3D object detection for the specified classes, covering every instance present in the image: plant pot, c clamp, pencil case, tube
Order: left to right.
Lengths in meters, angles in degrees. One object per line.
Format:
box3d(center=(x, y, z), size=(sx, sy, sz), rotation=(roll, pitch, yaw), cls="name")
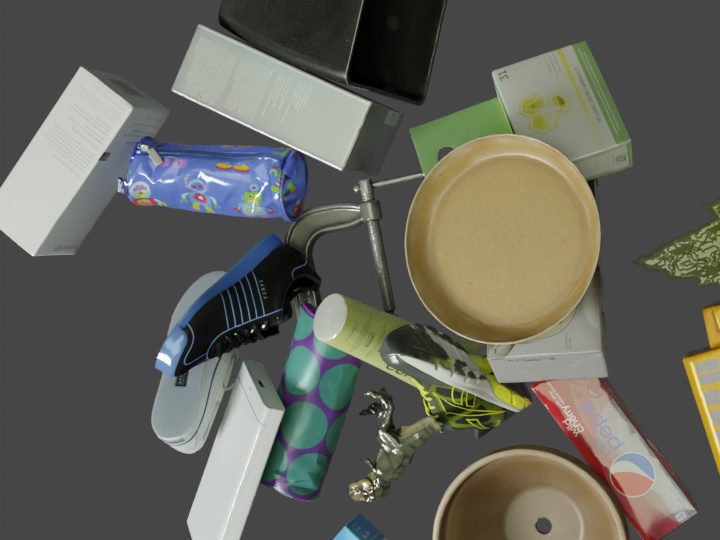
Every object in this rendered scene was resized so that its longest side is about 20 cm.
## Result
box3d(center=(-0.157, -0.102, 1.557), size=(0.199, 0.087, 0.078), rotation=(6, 61, 13), cls="pencil case")
box3d(center=(-0.053, 0.138, 1.526), size=(0.085, 0.092, 0.201), rotation=(17, 101, -11), cls="pencil case")
box3d(center=(-0.028, -0.290, 1.472), size=(0.177, 0.199, 0.201), rotation=(14, 95, 25), cls="plant pot")
box3d(center=(0.000, 0.000, 1.550), size=(0.170, 0.027, 0.201), rotation=(-5, 92, 15), cls="c clamp")
box3d(center=(0.041, 0.078, 1.480), size=(0.058, 0.200, 0.052), rotation=(-26, 52, 38), cls="tube")
box3d(center=(0.138, -0.029, 1.382), size=(0.199, 0.027, 0.201), rotation=(-3, 84, 27), cls="plant pot")
box3d(center=(0.180, 0.273, 1.479), size=(0.200, 0.093, 0.202), rotation=(2, 96, 17), cls="plant pot")

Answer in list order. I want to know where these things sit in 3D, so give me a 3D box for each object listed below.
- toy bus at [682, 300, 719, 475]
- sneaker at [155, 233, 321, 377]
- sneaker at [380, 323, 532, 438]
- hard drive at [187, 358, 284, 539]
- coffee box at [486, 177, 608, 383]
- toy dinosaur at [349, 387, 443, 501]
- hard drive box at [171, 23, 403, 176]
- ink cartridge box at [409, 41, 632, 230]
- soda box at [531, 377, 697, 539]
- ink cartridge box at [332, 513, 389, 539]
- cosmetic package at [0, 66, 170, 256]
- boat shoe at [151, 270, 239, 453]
box3d(center=(0.378, 0.131, 1.443), size=(0.078, 0.065, 0.201), rotation=(-18, 88, 15), cls="toy bus")
box3d(center=(-0.125, 0.049, 1.511), size=(0.078, 0.070, 0.200), rotation=(38, 67, 12), cls="sneaker")
box3d(center=(0.089, 0.122, 1.464), size=(0.085, 0.199, 0.075), rotation=(-50, 38, 19), cls="sneaker")
box3d(center=(-0.134, 0.210, 1.533), size=(0.027, 0.132, 0.201), rotation=(14, 105, -20), cls="hard drive")
box3d(center=(0.186, 0.003, 1.441), size=(0.114, 0.080, 0.201), rotation=(-4, 67, 14), cls="coffee box")
box3d(center=(0.032, 0.171, 1.512), size=(0.088, 0.047, 0.200), rotation=(62, 146, 20), cls="toy dinosaur")
box3d(center=(-0.072, -0.173, 1.497), size=(0.199, 0.156, 0.077), rotation=(26, 97, 11), cls="hard drive box")
box3d(center=(0.155, -0.137, 1.446), size=(0.199, 0.048, 0.146), rotation=(-18, 54, 3), cls="ink cartridge box")
box3d(center=(0.259, 0.177, 1.471), size=(0.063, 0.070, 0.200), rotation=(-38, 83, 12), cls="soda box")
box3d(center=(0.030, 0.373, 1.536), size=(0.200, 0.068, 0.116), rotation=(41, 101, 9), cls="ink cartridge box")
box3d(center=(-0.310, -0.117, 1.581), size=(0.081, 0.113, 0.200), rotation=(36, 101, 10), cls="cosmetic package")
box3d(center=(-0.166, 0.105, 1.575), size=(0.074, 0.086, 0.203), rotation=(2, 64, 18), cls="boat shoe")
